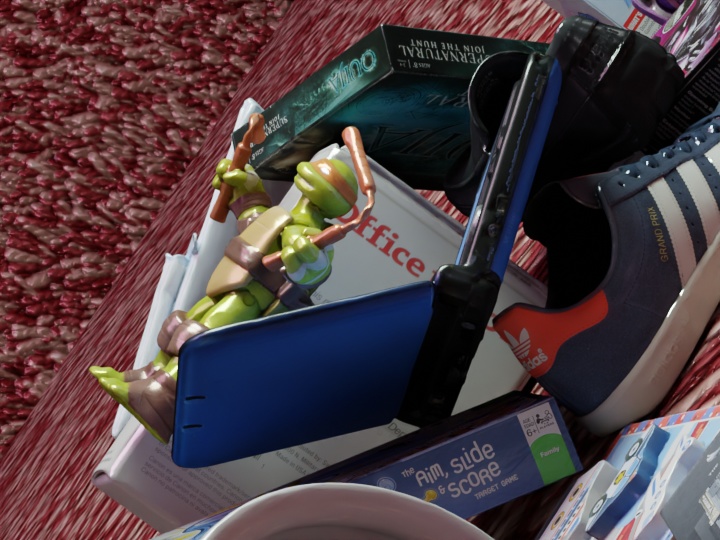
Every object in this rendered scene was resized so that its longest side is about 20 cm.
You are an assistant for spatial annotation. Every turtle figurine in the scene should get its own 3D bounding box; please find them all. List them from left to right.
[{"bbox_3d":[-0.053,0.003,1.371,0.161,0.064,0.200,-49,23,-2],"label":"turtle figurine"}]

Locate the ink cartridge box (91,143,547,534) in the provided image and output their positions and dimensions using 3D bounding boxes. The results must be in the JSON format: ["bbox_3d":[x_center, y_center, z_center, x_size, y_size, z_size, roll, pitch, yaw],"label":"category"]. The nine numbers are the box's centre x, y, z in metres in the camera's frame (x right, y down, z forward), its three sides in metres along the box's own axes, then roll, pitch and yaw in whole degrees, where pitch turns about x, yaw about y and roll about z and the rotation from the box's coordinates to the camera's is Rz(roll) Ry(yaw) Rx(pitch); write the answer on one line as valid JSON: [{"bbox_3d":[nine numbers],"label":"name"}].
[{"bbox_3d":[-0.015,0.060,1.456,0.200,0.146,0.085,-55,7,-12],"label":"ink cartridge box"}]

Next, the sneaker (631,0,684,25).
[{"bbox_3d":[0.171,-0.160,1.541,0.089,0.080,0.200,-59,-9,22],"label":"sneaker"}]

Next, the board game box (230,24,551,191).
[{"bbox_3d":[0.053,-0.078,1.523,0.135,0.200,0.028,-33,62,47],"label":"board game box"}]

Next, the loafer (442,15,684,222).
[{"bbox_3d":[0.081,-0.073,1.391,0.068,0.070,0.201,-58,10,-22],"label":"loafer"}]

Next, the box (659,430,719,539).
[{"bbox_3d":[0.175,0.025,0.884,0.200,0.051,0.158,-54,9,5],"label":"box"}]

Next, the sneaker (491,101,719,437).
[{"bbox_3d":[0.122,-0.029,1.273,0.200,0.084,0.075,-59,10,-32],"label":"sneaker"}]

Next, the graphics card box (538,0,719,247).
[{"bbox_3d":[0.167,-0.093,1.408,0.200,0.051,0.126,-50,10,31],"label":"graphics card box"}]

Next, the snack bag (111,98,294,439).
[{"bbox_3d":[-0.046,0.030,1.572,0.021,0.189,0.200,6,70,35],"label":"snack bag"}]

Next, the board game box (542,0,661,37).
[{"bbox_3d":[0.139,-0.243,1.657,0.200,0.199,0.041,-55,8,-16],"label":"board game box"}]

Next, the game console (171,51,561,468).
[{"bbox_3d":[0.000,0.000,1.290,0.200,0.118,0.171,106,-179,-71],"label":"game console"}]

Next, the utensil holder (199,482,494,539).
[{"bbox_3d":[-0.031,0.191,0.960,0.200,0.170,0.170,-49,9,43],"label":"utensil holder"}]

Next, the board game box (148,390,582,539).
[{"bbox_3d":[-0.012,0.104,1.266,0.200,0.034,0.135,-22,1,-5],"label":"board game box"}]

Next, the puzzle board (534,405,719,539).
[{"bbox_3d":[0.071,0.134,1.131,0.200,0.017,0.151,-55,9,-14],"label":"puzzle board"}]
